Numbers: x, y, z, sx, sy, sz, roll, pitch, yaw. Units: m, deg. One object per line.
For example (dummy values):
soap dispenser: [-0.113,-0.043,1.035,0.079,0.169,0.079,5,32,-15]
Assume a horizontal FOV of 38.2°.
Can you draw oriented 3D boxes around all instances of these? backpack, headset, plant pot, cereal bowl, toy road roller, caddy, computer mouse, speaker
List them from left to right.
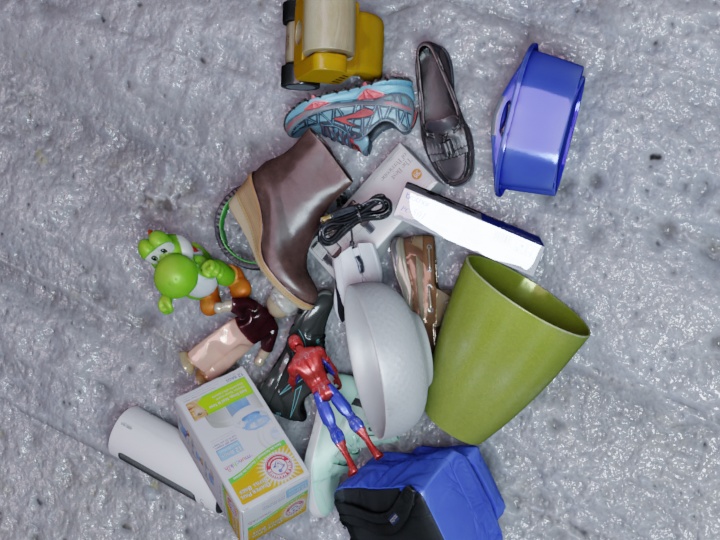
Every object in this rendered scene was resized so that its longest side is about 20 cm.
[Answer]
speaker: [-0.269,0.277,1.530,0.197,0.081,0.083,24,95,17]
headset: [-0.113,-0.076,1.483,0.196,0.094,0.126,-16,83,0]
toy road roller: [-0.025,-0.317,1.421,0.143,0.200,0.126,1,89,-18]
computer mouse: [0.000,0.000,1.412,0.108,0.203,0.044,-22,39,-20]
cereal bowl: [0.041,0.110,1.337,0.082,0.200,0.204,-10,84,-11]
backpack: [0.078,0.316,1.366,0.198,0.167,0.165,-16,101,46]
plant pot: [0.167,0.115,1.348,0.186,0.187,0.202,34,106,16]
caddy: [0.222,-0.190,1.353,0.103,0.141,0.204,15,92,15]

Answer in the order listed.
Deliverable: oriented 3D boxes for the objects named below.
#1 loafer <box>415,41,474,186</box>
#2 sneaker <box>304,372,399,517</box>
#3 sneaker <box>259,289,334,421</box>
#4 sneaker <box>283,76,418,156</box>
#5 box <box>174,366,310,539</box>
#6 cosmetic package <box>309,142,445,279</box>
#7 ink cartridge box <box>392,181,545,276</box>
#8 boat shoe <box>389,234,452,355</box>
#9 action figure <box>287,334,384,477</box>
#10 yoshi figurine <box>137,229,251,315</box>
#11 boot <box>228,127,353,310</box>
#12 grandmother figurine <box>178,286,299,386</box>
loafer: [0.107,-0.216,1.432,0.071,0.063,0.204,-14,84,17]
sneaker: [-0.010,0.252,1.445,0.116,0.074,0.205,9,89,22]
sneaker: [-0.075,0.122,1.484,0.078,0.075,0.203,28,105,7]
sneaker: [-0.016,-0.207,1.465,0.196,0.079,0.098,-13,86,18]
box: [-0.162,0.254,1.432,0.111,0.102,0.201,-23,56,-22]
cosmetic package: [0.021,-0.075,1.462,0.083,0.051,0.200,45,101,13]
ink cartridge box: [0.142,-0.057,1.372,0.197,0.094,0.045,23,101,1]
boat shoe: [0.095,0.047,1.422,0.070,0.076,0.204,-14,91,8]
action figure: [-0.043,0.179,1.399,0.064,0.099,0.202,-28,75,-9]
yoshi figurine: [-0.236,0.015,1.458,0.110,0.200,0.114,18,80,32]
boot: [-0.074,-0.069,1.410,0.165,0.072,0.202,-36,82,16]
grandmother figurine: [-0.168,0.085,1.506,0.198,0.122,0.061,-35,39,4]
